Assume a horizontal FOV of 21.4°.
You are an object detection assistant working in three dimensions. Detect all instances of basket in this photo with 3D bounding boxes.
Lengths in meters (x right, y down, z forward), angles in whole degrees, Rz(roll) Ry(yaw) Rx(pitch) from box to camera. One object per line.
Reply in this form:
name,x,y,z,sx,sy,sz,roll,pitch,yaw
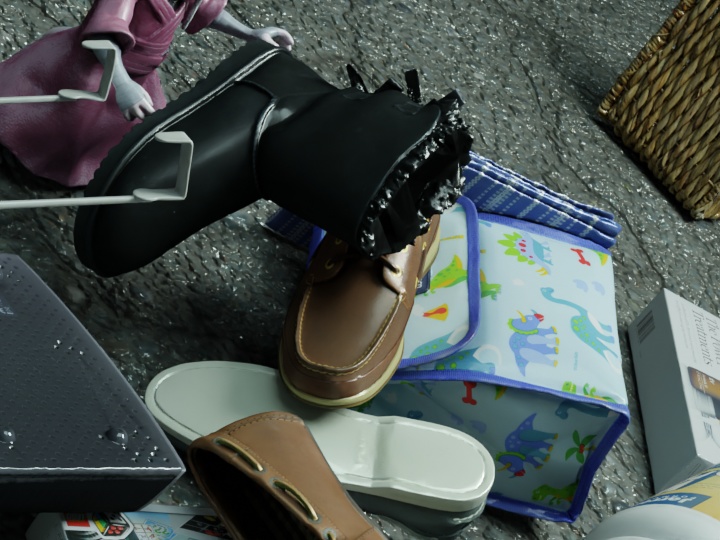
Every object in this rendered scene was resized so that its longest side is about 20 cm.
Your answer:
basket,0.342,-0.164,1.706,0.143,0.200,0.149,-7,50,-49

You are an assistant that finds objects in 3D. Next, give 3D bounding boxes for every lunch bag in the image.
lunch bag,0.059,0.044,1.205,0.200,0.128,0.170,14,36,-7

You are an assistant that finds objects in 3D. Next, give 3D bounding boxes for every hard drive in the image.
hard drive,-0.189,0.053,0.966,0.135,0.042,0.200,5,29,-42

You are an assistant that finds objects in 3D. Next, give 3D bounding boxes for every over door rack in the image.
over door rack,-0.201,-0.050,1.009,0.200,0.067,0.148,-15,34,-20

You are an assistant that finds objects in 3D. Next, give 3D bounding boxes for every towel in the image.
towel,0.056,-0.031,1.276,0.200,0.145,0.024,25,47,-20

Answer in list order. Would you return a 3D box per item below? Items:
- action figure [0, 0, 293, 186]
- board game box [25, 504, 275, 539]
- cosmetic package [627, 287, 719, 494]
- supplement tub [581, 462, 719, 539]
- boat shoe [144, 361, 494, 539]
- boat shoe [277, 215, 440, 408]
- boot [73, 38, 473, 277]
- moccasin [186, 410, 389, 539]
action figure,-0.144,-0.144,1.168,0.149,0.200,0.134,44,29,17
board game box,-0.061,0.178,0.965,0.200,0.035,0.126,10,39,-39
cosmetic package,0.278,0.116,1.396,0.151,0.052,0.200,29,30,-18
supplement tub,0.203,0.195,1.107,0.145,0.145,0.200,48,31,20
boat shoe,-0.027,0.108,1.074,0.200,0.062,0.073,15,46,0
boat shoe,0.001,0.000,1.110,0.072,0.068,0.200,13,39,10
boot,-0.044,-0.048,1.082,0.162,0.073,0.198,26,58,31
moccasin,-0.018,0.154,0.937,0.078,0.074,0.201,-11,57,-41
